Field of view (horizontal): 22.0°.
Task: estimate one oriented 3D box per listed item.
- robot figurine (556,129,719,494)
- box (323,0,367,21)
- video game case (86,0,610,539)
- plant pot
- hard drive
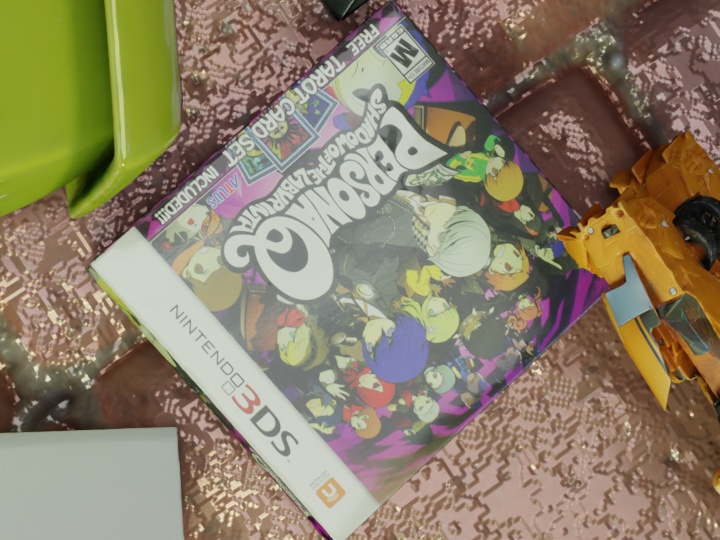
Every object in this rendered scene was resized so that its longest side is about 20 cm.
[{"bbox_3d":[0.181,0.039,0.898,0.200,0.058,0.145,58,39,-6],"label":"robot figurine"},{"bbox_3d":[0.010,-0.262,0.882,0.200,0.123,0.199,-39,91,-8],"label":"box"},{"bbox_3d":[0.000,0.000,0.903,0.200,0.036,0.181,-41,94,-10],"label":"video game case"},{"bbox_3d":[-0.180,-0.111,0.807,0.181,0.200,0.200,-4,86,-17],"label":"plant pot"},{"bbox_3d":[-0.179,0.134,0.837,0.199,0.027,0.132,-2,53,-9],"label":"hard drive"}]
